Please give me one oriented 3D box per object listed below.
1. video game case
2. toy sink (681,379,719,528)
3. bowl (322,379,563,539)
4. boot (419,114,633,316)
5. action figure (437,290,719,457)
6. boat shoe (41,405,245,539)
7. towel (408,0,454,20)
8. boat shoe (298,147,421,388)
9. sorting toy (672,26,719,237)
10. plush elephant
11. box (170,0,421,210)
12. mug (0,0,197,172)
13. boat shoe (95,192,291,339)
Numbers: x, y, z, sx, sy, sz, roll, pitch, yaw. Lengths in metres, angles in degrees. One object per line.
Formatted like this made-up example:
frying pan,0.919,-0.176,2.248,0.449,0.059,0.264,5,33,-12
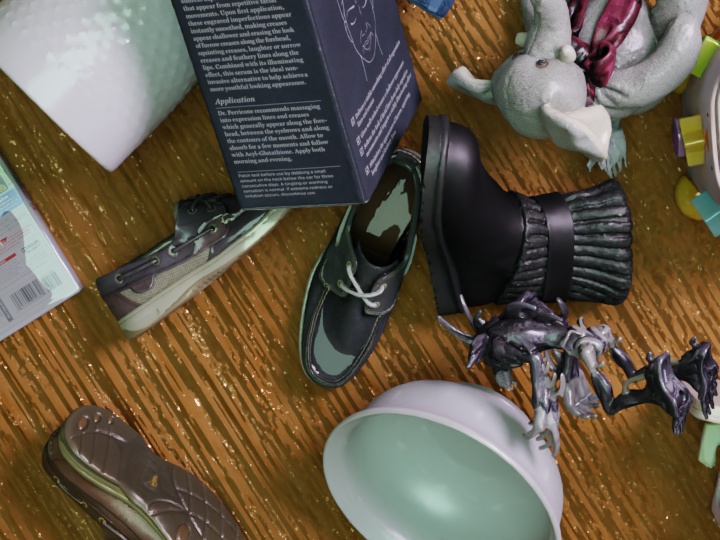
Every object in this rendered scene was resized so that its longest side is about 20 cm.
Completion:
video game case,-0.334,-0.034,1.391,0.143,0.018,0.201,-31,94,6
toy sink,0.334,0.161,1.326,0.198,0.130,0.113,11,97,0
bowl,0.078,0.151,1.336,0.200,0.091,0.202,20,139,18
boot,0.125,-0.045,1.298,0.156,0.212,0.080,-4,56,7
action figure,0.151,0.077,1.262,0.199,0.119,0.103,12,115,30
boat shoe,-0.172,0.193,1.390,0.200,0.072,0.067,43,129,-10
towel,0.001,-0.280,1.283,0.199,0.049,0.112,30,124,1
boat shoe,0.000,0.000,1.356,0.071,0.068,0.201,22,98,-2
sorting toy,0.278,-0.101,1.269,0.106,0.180,0.202,-5,96,12
plush elephant,0.156,-0.159,1.277,0.164,0.154,0.202,23,115,37
box,-0.044,-0.168,1.252,0.106,0.149,0.201,-2,124,22
mug,-0.196,-0.204,1.316,0.175,0.148,0.200,-46,62,-2
boat shoe,-0.124,-0.028,1.357,0.200,0.072,0.065,-40,98,12
